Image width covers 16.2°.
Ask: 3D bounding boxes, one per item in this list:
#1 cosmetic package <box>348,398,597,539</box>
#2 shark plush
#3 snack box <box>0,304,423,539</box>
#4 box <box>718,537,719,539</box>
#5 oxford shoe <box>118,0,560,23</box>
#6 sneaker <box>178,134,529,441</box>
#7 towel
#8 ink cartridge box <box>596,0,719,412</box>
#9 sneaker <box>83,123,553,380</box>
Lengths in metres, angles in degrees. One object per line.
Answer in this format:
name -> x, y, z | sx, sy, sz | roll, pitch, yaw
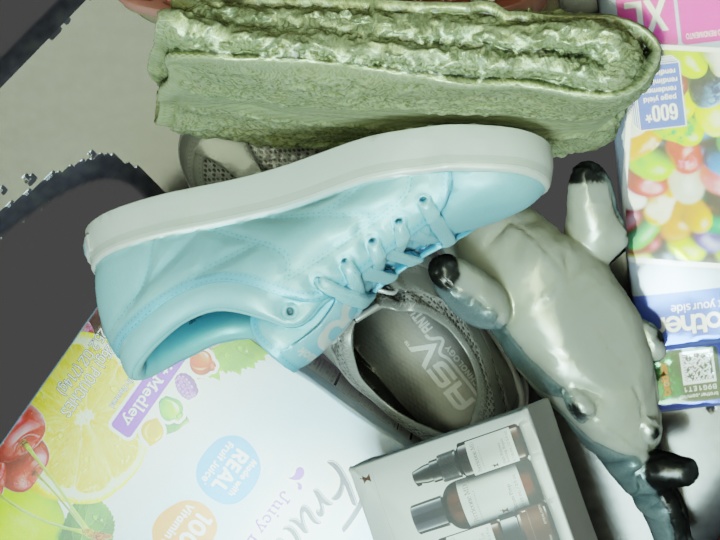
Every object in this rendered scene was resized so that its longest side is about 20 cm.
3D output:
cosmetic package -> 0.068, 0.161, 1.038 | 0.083, 0.051, 0.200 | -20, 87, 16
shark plush -> 0.099, 0.035, 1.101 | 0.200, 0.083, 0.091 | 48, 72, -9
snack box -> -0.062, 0.112, 1.126 | 0.200, 0.068, 0.169 | 35, 99, -2
box -> 0.163, 0.195, 1.100 | 0.095, 0.103, 0.200 | 36, 100, 1
oxford shoe -> -0.011, -0.110, 1.091 | 0.200, 0.074, 0.071 | 8, 58, 20
sneaker -> 0.000, 0.000, 1.097 | 0.200, 0.082, 0.075 | 44, 99, -2
towel -> 0.014, -0.075, 1.022 | 0.200, 0.148, 0.036 | 2, 80, -2
ink cartridge box -> 0.172, -0.038, 1.100 | 0.119, 0.042, 0.200 | -6, 98, 6
sneaker -> -0.012, -0.001, 1.032 | 0.200, 0.074, 0.082 | -15, 73, 16
